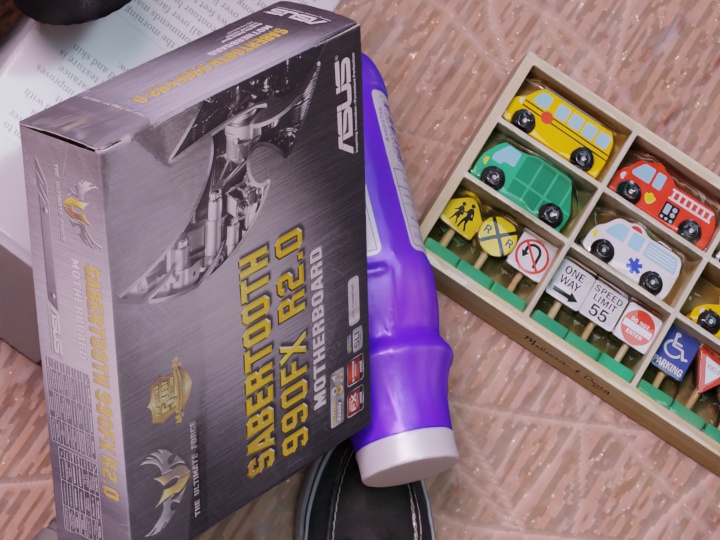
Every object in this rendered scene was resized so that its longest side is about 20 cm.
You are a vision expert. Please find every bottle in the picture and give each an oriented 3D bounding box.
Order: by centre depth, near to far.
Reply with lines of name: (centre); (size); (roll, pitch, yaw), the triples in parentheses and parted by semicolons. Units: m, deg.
bottle: (0.000, 0.000, 1.246); (0.065, 0.084, 0.201); (-13, 74, -5)

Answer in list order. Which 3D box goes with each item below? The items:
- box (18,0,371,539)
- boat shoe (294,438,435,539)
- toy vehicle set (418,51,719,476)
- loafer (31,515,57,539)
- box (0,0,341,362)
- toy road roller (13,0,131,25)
box: (-0.064, 0.006, 1.113); (0.158, 0.048, 0.201); (-30, 129, -43)
boat shoe: (0.006, 0.166, 1.233); (0.068, 0.057, 0.201); (5, 75, -14)
toy vehicle set: (0.132, -0.003, 1.321); (0.200, 0.027, 0.124); (33, 72, -5)
loafer: (-0.125, 0.139, 1.200); (0.070, 0.070, 0.201); (21, 74, -18)
box: (-0.115, -0.074, 1.202); (0.106, 0.152, 0.200); (37, 72, -12)
toy road roller: (-0.139, -0.202, 1.109); (0.200, 0.123, 0.146); (22, 48, 31)
